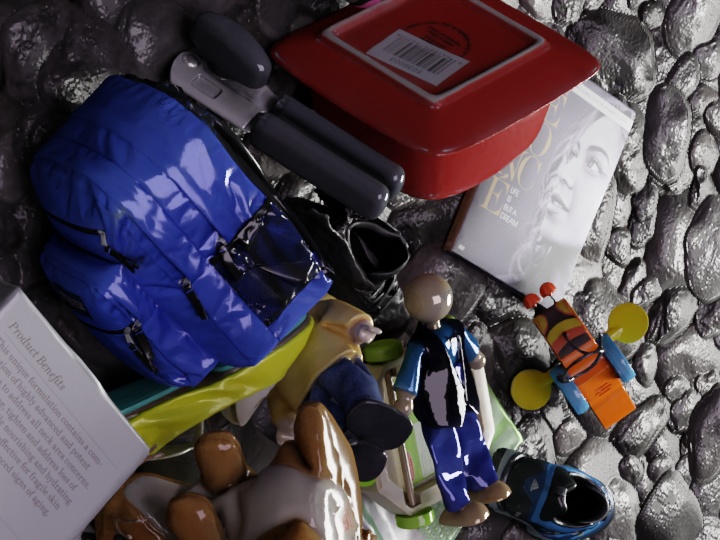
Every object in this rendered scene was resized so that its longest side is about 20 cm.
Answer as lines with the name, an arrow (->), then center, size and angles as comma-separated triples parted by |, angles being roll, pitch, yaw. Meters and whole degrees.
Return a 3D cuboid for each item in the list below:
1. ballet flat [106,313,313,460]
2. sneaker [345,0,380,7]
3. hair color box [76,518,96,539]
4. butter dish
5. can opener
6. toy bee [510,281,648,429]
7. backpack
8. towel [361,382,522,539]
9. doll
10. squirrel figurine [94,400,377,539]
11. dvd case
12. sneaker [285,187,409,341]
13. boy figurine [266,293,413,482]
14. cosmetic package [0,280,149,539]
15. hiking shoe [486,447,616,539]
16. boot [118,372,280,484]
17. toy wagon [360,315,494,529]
ballet flat -> -0.116, 0.093, 1.585 | 0.200, 0.067, 0.067 | -27, 115, -26
sneaker -> -0.028, -0.297, 1.632 | 0.087, 0.074, 0.200 | -18, 104, -38
hair color box -> -0.194, 0.236, 1.592 | 0.200, 0.061, 0.099 | 37, 73, -39
butter dish -> 0.055, -0.124, 1.685 | 0.199, 0.200, 0.148 | -30, 140, -34
can opener -> -0.056, -0.113, 1.586 | 0.200, 0.067, 0.053 | 36, 49, 5
toy bee -> 0.193, 0.062, 1.867 | 0.131, 0.109, 0.200 | -25, 154, -17
backpack -> -0.142, -0.029, 1.522 | 0.168, 0.162, 0.200 | -47, 126, -20
towel -> 0.058, 0.165, 1.805 | 0.200, 0.031, 0.149 | -50, 127, -30
doll -> 0.070, 0.097, 1.707 | 0.136, 0.048, 0.200 | -35, 115, -53
squirrel figurine -> -0.089, 0.199, 1.527 | 0.200, 0.186, 0.142 | 54, 34, -49
dvd case -> 0.160, -0.080, 1.870 | 0.149, 0.016, 0.200 | 30, 78, -40
sneaker -> 0.002, -0.002, 1.688 | 0.200, 0.104, 0.060 | 48, 67, -35
boy figurine -> -0.031, 0.078, 1.632 | 0.064, 0.200, 0.124 | 24, 110, -31
cosmetic package -> -0.287, 0.123, 1.421 | 0.200, 0.166, 0.167 | -49, 126, -22
hiking shoe -> 0.185, 0.211, 1.884 | 0.200, 0.087, 0.075 | 20, 87, -55
boot -> -0.093, 0.122, 1.660 | 0.200, 0.068, 0.131 | -13, 100, -40
toy wagon -> 0.036, 0.130, 1.734 | 0.200, 0.040, 0.156 | -21, 105, -45
